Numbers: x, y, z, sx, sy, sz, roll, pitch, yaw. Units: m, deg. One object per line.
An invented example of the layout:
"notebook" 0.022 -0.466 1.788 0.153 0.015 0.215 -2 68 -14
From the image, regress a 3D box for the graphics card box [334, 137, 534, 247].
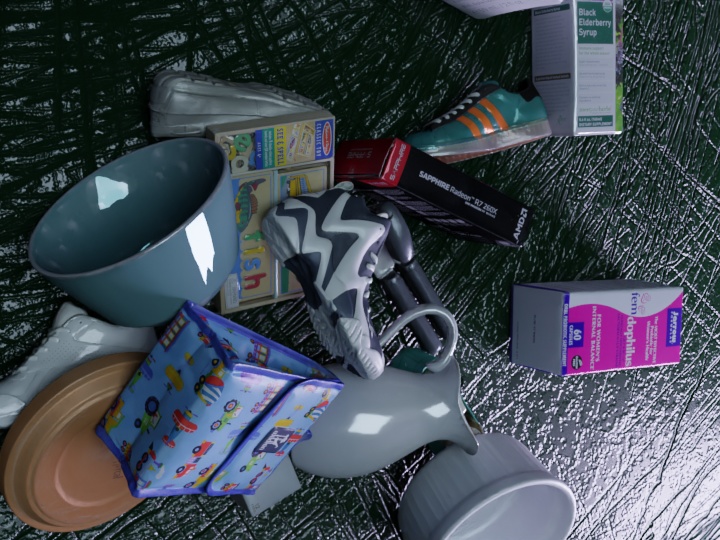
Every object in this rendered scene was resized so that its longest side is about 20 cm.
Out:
"graphics card box" 0.077 -0.085 1.064 0.199 0.125 0.051 24 83 -27

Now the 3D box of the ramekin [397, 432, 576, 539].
"ramekin" 0.140 0.283 1.118 0.199 0.098 0.202 -15 130 -19

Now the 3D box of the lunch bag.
"lunch bag" -0.117 0.136 0.909 0.151 0.094 0.200 -53 141 10

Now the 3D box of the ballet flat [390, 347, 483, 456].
"ballet flat" 0.104 0.176 1.139 0.067 0.070 0.201 -41 113 -19

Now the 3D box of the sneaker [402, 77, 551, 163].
"sneaker" 0.127 -0.173 1.119 0.199 0.071 0.081 -16 90 -25

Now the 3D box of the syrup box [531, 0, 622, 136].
"syrup box" 0.261 -0.265 1.169 0.078 0.081 0.202 -6 100 -29

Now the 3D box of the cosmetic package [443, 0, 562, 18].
"cosmetic package" 0.120 -0.392 1.031 0.199 0.165 0.166 19 87 -28

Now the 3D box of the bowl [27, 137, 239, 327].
"bowl" -0.192 -0.024 0.900 0.201 0.200 0.105 -40 127 -19

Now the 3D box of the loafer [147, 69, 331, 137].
"loafer" -0.120 -0.155 0.987 0.199 0.070 0.070 4 111 -30

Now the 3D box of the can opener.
"can opener" 0.052 0.011 1.098 0.053 0.066 0.201 -36 116 -12

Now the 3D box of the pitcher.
"pitcher" 0.017 0.130 1.042 0.198 0.121 0.173 -8 92 -6

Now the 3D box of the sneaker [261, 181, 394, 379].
"sneaker" 0.000 0.000 0.989 0.129 0.079 0.200 -32 89 -24

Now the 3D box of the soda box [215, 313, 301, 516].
"soda box" -0.133 0.149 1.008 0.063 0.068 0.201 -27 108 -22

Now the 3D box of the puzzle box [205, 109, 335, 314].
"puzzle box" -0.090 -0.059 0.997 0.132 0.025 0.201 -14 121 -27

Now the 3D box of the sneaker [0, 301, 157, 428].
"sneaker" -0.286 0.084 0.923 0.199 0.078 0.100 -21 99 -34

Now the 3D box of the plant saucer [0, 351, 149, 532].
"plant saucer" -0.241 0.169 0.921 0.199 0.032 0.201 -26 136 -28

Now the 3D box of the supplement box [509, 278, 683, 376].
"supplement box" 0.297 0.067 1.214 0.199 0.103 0.102 -3 96 -30
